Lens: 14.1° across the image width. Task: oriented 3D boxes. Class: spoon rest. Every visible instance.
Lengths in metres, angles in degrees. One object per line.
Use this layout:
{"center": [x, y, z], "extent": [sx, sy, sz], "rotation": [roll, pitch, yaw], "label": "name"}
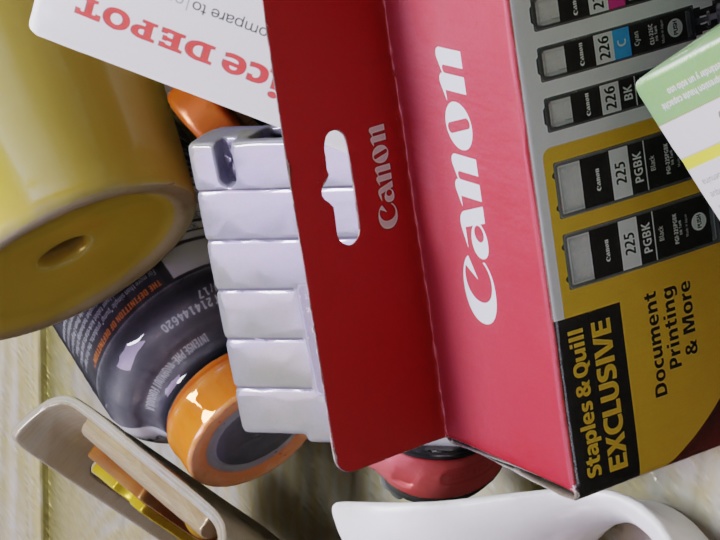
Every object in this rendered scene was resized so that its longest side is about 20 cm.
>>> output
{"center": [0.070, 0.112, 1.155], "extent": [0.200, 0.099, 0.061], "rotation": [9, 83, 49], "label": "spoon rest"}

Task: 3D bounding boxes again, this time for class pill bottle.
{"center": [-0.095, 0.009, 1.374], "extent": [0.200, 0.106, 0.106], "rotation": [54, 149, 33], "label": "pill bottle"}

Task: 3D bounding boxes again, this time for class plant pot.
{"center": [-0.170, -0.079, 1.284], "extent": [0.189, 0.200, 0.201], "rotation": [61, 152, 17], "label": "plant pot"}

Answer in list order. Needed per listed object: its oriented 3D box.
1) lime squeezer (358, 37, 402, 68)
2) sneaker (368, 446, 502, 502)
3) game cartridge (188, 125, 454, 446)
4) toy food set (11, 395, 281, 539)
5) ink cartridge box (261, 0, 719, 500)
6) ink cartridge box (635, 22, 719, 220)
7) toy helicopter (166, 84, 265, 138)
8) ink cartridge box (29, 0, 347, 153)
{"center": [0.057, -0.080, 1.038], "extent": [0.200, 0.070, 0.038], "rotation": [5, -95, -75], "label": "lime squeezer"}
{"center": [0.000, 0.000, 1.224], "extent": [0.201, 0.071, 0.098], "rotation": [53, 148, 30], "label": "sneaker"}
{"center": [0.031, 0.005, 1.120], "extent": [0.200, 0.038, 0.130], "rotation": [0, 112, 34], "label": "game cartridge"}
{"center": [-0.074, 0.142, 1.377], "extent": [0.143, 0.060, 0.200], "rotation": [39, 176, -39], "label": "toy food set"}
{"center": [0.070, -0.038, 0.945], "extent": [0.084, 0.175, 0.201], "rotation": [19, 123, 58], "label": "ink cartridge box"}
{"center": [0.181, 0.001, 0.834], "extent": [0.200, 0.048, 0.145], "rotation": [57, 154, -4], "label": "ink cartridge box"}
{"center": [-0.088, -0.131, 1.189], "extent": [0.200, 0.079, 0.132], "rotation": [48, -174, 3], "label": "toy helicopter"}
{"center": [-0.022, -0.157, 1.037], "extent": [0.144, 0.084, 0.200], "rotation": [21, 125, 2], "label": "ink cartridge box"}
